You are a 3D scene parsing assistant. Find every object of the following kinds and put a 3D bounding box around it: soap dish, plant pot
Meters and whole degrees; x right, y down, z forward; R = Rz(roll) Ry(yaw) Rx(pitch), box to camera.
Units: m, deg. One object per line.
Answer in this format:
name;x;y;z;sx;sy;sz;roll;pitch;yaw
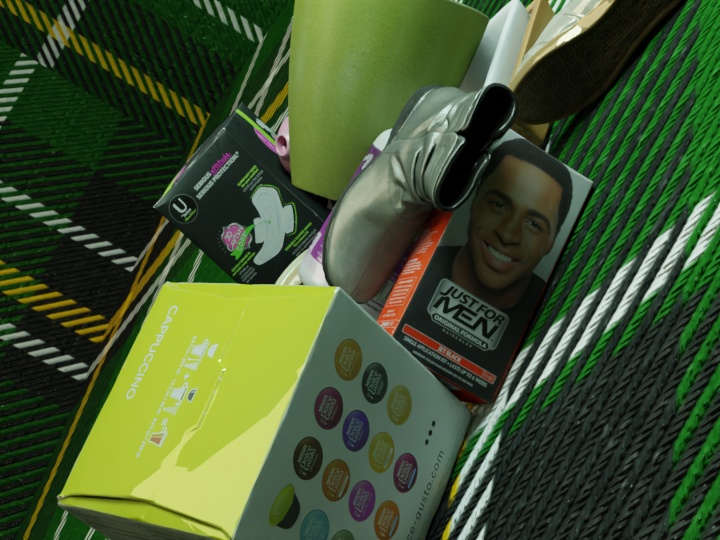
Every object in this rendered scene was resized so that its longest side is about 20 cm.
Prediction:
soap dish;0.119;-0.153;1.341;0.200;0.081;0.159;-39;26;54
plant pot;0.006;-0.165;1.293;0.187;0.185;0.203;-136;61;-75

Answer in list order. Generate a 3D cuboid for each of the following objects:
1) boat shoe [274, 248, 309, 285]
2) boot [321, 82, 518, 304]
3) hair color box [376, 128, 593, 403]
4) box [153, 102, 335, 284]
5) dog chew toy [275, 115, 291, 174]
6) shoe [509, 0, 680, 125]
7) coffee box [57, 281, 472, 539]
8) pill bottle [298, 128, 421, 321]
boat shoe;0.000;0.000;1.344;0.199;0.075;0.066;-34;25;-25
boot;0.042;-0.061;1.073;0.202;0.067;0.131;-62;19;-1
hair color box;0.096;-0.006;1.102;0.202;0.101;0.061;-64;14;-12
box;-0.109;-0.065;1.540;0.124;0.200;0.149;-44;11;15
dog chew toy;-0.008;-0.142;1.521;0.124;0.198;0.126;8;101;50
shoe;0.202;-0.202;1.182;0.200;0.070;0.054;-42;25;29
coffee box;-0.071;0.143;1.059;0.198;0.198;0.202;2;59;41
pill bottle;0.039;-0.052;1.205;0.201;0.112;0.112;-58;15;6
